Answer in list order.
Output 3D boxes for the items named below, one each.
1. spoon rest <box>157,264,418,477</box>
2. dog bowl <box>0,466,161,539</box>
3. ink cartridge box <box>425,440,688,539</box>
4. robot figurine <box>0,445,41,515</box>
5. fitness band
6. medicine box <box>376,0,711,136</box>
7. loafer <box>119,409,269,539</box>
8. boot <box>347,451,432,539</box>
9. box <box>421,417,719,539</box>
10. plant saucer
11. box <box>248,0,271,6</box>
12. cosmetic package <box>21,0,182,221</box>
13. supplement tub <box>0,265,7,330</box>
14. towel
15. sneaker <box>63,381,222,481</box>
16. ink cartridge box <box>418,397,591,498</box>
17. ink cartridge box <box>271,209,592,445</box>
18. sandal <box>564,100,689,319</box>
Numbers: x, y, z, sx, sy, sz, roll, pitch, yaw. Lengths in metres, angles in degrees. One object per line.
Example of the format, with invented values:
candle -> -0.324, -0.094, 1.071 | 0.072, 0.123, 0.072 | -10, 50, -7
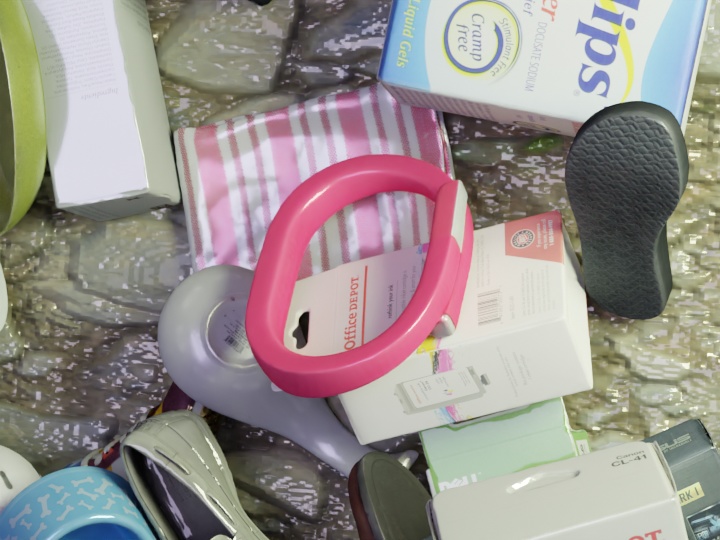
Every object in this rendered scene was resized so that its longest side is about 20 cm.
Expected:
spoon rest -> -0.053, 0.080, 1.471 | 0.200, 0.061, 0.099 | 42, 70, 0
dog bowl -> -0.166, 0.222, 1.446 | 0.111, 0.200, 0.050 | -36, 34, -7
ink cartridge box -> 0.132, 0.220, 1.279 | 0.147, 0.086, 0.201 | -16, 112, 1
robot figurine -> -0.303, 0.177, 1.504 | 0.200, 0.150, 0.125 | -3, 49, 40
fitness band -> 0.000, 0.000, 1.398 | 0.143, 0.037, 0.200 | -9, 44, 23
medicine box -> 0.130, -0.186, 1.410 | 0.199, 0.103, 0.183 | 11, 89, 9
loafer -> -0.097, 0.188, 1.418 | 0.070, 0.070, 0.200 | -37, 82, 34
boot -> -0.020, 0.234, 1.454 | 0.200, 0.068, 0.189 | -24, 92, 38
box -> 0.155, 0.203, 1.346 | 0.200, 0.051, 0.158 | -25, 111, 3
plant saucer -> -0.253, -0.125, 1.500 | 0.031, 0.200, 0.201 | -8, 85, -21
box -> -0.071, -0.325, 1.473 | 0.200, 0.124, 0.197 | -42, 80, 10
cosmetic package -> -0.185, -0.141, 1.506 | 0.074, 0.102, 0.201 | -11, 84, 9
supplement tub -> -0.367, 0.025, 1.530 | 0.199, 0.144, 0.145 | -21, 83, 14
towel -> -0.031, -0.048, 1.500 | 0.199, 0.030, 0.147 | -11, 85, 15
sneaker -> -0.162, 0.137, 1.506 | 0.090, 0.075, 0.201 | 23, 93, 9
ink cartridge box -> 0.109, 0.164, 1.438 | 0.104, 0.059, 0.201 | -16, 84, 14
ink cartridge box -> 0.046, 0.042, 1.415 | 0.199, 0.117, 0.068 | -14, 126, 14
sandal -> 0.171, -0.045, 1.376 | 0.076, 0.200, 0.043 | 17, 57, 14
